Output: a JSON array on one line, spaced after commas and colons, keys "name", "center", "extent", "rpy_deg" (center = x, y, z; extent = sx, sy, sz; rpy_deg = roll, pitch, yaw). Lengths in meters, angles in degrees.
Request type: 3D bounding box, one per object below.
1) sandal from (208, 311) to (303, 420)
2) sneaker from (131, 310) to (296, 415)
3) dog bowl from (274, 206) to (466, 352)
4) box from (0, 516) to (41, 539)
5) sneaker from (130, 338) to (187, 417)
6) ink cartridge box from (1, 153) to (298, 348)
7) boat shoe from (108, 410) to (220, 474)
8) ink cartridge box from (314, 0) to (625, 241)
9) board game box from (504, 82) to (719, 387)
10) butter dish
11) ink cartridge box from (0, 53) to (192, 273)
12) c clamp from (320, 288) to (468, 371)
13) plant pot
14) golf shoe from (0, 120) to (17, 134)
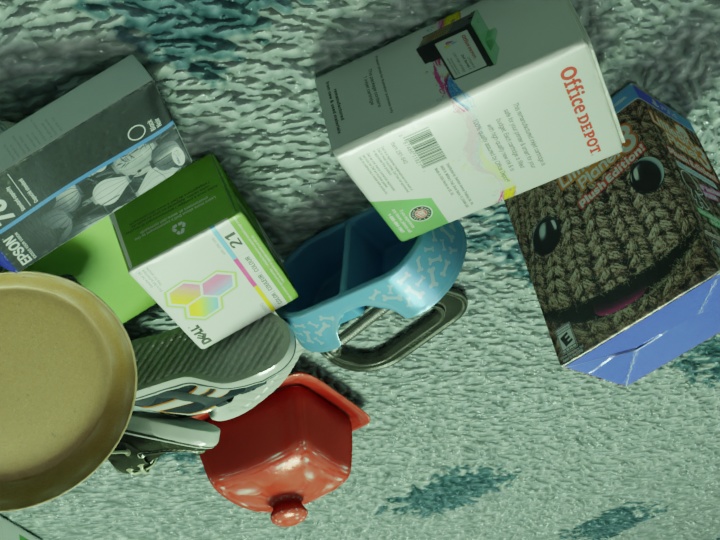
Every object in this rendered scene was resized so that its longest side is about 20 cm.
[{"name": "sandal", "center": [-0.103, 0.082, 1.063], "extent": [0.082, 0.050, 0.203], "rpy_deg": [0, 135, -47]}, {"name": "sneaker", "center": [-0.140, 0.088, 0.951], "extent": [0.199, 0.079, 0.079], "rpy_deg": [-11, 152, 23]}, {"name": "dog bowl", "center": [0.000, 0.000, 0.910], "extent": [0.200, 0.112, 0.050], "rpy_deg": [-25, 133, 31]}, {"name": "box", "center": [-0.535, 0.453, 1.322], "extent": [0.199, 0.199, 0.171], "rpy_deg": [-18, 147, 4]}, {"name": "sneaker", "center": [-0.243, 0.101, 1.041], "extent": [0.083, 0.072, 0.200], "rpy_deg": [1, 161, 35]}, {"name": "ink cartridge box", "center": [-0.175, 0.011, 0.862], "extent": [0.200, 0.076, 0.148], "rpy_deg": [-29, 146, 0]}, {"name": "boat shoe", "center": [-0.242, 0.186, 1.084], "extent": [0.199, 0.064, 0.071], "rpy_deg": [2, 176, 23]}, {"name": "ink cartridge box", "center": [0.088, -0.122, 0.784], "extent": [0.200, 0.084, 0.145], "rpy_deg": [-22, 147, 14]}, {"name": "board game box", "center": [0.233, -0.028, 0.874], "extent": [0.097, 0.200, 0.159], "rpy_deg": [19, 134, -39]}, {"name": "butter dish", "center": [-0.096, 0.232, 1.198], "extent": [0.200, 0.148, 0.199], "rpy_deg": [-24, 147, 16]}, {"name": "ink cartridge box", "center": [-0.226, -0.065, 0.729], "extent": [0.200, 0.039, 0.100], "rpy_deg": [-34, 150, -10]}, {"name": "c clamp", "center": [0.026, 0.053, 1.090], "extent": [0.171, 0.027, 0.200], "rpy_deg": [9, 140, -40]}, {"name": "plant pot", "center": [-0.281, 0.096, 0.813], "extent": [0.200, 0.027, 0.201], "rpy_deg": [-7, 104, -30]}, {"name": "golf shoe", "center": [-0.291, -0.040, 0.780], "extent": [0.097, 0.078, 0.200], "rpy_deg": [-10, 149, -18]}]
